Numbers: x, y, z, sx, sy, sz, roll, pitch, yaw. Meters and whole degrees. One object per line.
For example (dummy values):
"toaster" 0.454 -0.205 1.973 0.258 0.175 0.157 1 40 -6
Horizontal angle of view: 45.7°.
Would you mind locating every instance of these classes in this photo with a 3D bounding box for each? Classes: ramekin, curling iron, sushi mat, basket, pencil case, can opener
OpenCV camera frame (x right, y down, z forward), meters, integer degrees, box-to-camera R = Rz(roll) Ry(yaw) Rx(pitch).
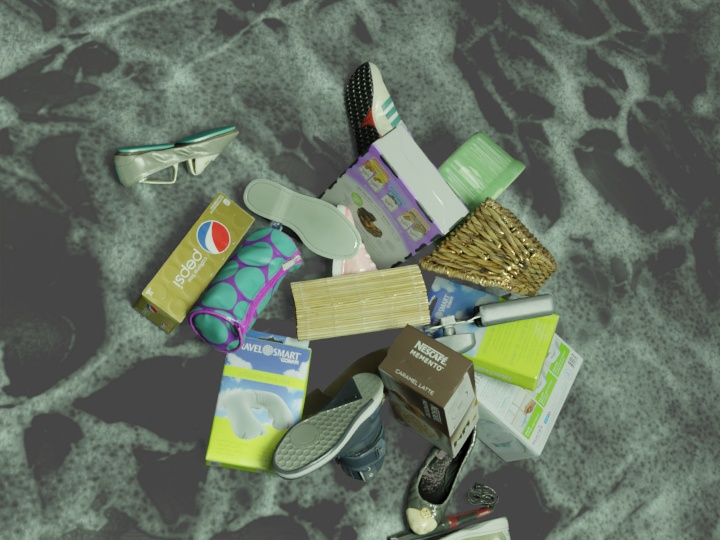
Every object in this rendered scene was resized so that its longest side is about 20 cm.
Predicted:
"ramekin" 0.166 -0.133 1.403 0.098 0.200 0.200 45 57 2
"curling iron" 0.126 0.375 1.296 0.198 0.026 0.050 -17 60 -27
"sushi mat" -0.001 0.048 1.250 0.198 0.012 0.097 -8 61 -1
"basket" 0.206 -0.005 1.313 0.143 0.149 0.200 49 13 15
"pencil case" -0.157 0.023 1.205 0.201 0.091 0.086 -58 142 -43
"can opener" 0.189 0.083 1.252 0.198 0.053 0.068 -9 85 -5

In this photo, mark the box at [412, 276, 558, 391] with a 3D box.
"box" 0.188 0.094 1.301 0.198 0.048 0.123 18 56 16

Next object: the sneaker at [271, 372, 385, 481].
"sneaker" -0.035 0.254 1.174 0.077 0.147 0.202 26 44 33

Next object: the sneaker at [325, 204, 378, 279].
"sneaker" 0.000 0.000 1.321 0.103 0.075 0.203 2 78 -12

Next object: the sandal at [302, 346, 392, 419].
"sandal" -0.001 0.189 1.281 0.210 0.077 0.070 -28 119 -26

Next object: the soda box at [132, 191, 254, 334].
"soda box" -0.235 -0.012 1.212 0.068 0.064 0.201 38 59 -11

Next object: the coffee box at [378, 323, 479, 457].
"coffee box" 0.102 0.176 1.228 0.114 0.201 0.080 29 68 23

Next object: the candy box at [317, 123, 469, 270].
"candy box" 0.045 -0.102 1.317 0.071 0.200 0.168 -40 93 -34

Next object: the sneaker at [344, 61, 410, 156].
"sneaker" 0.036 -0.255 1.458 0.093 0.070 0.202 7 66 -45

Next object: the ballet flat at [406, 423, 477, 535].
"ballet flat" 0.121 0.304 1.293 0.066 0.057 0.201 28 58 3

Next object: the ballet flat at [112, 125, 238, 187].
"ballet flat" -0.268 -0.165 1.261 0.199 0.067 0.064 -19 109 -32

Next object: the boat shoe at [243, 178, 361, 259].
"boat shoe" -0.080 -0.077 1.279 0.199 0.060 0.076 34 91 13

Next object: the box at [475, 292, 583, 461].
"box" 0.242 0.173 1.388 0.176 0.097 0.201 40 59 -10

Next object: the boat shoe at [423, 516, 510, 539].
"boat shoe" 0.146 0.418 1.263 0.200 0.074 0.065 -5 70 -37

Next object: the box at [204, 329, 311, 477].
"box" -0.139 0.177 1.193 0.121 0.048 0.202 11 67 -8
